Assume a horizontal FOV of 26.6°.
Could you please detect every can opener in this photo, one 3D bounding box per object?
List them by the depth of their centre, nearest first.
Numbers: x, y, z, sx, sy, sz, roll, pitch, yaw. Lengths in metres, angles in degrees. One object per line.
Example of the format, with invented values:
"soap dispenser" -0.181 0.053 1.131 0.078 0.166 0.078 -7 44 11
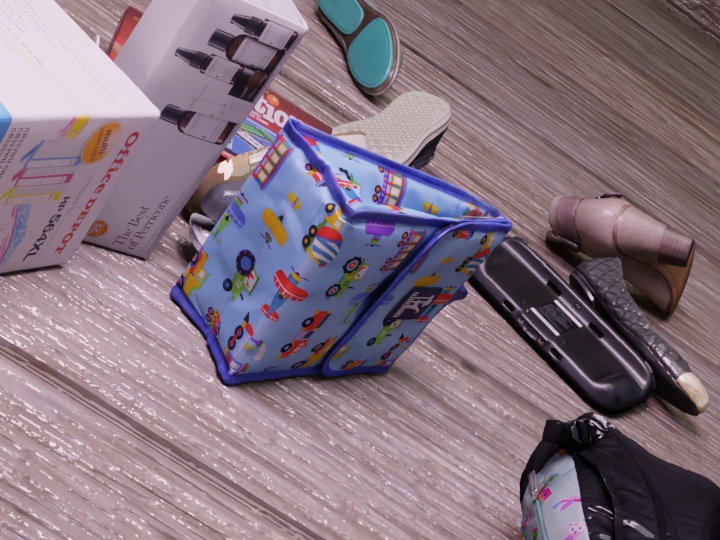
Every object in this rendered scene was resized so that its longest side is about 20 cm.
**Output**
"can opener" -0.035 -0.009 1.105 0.199 0.067 0.053 19 30 -36

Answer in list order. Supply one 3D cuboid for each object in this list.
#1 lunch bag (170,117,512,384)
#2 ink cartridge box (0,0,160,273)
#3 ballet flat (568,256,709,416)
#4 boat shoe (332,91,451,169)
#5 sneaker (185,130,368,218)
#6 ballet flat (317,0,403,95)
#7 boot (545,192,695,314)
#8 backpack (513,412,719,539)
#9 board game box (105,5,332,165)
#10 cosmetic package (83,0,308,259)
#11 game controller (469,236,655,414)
"lunch bag" 0.000 0.000 1.032 0.200 0.151 0.094 10 35 -46
"ink cartridge box" -0.227 -0.083 0.892 0.125 0.129 0.200 45 25 18
"ballet flat" 0.262 0.054 1.404 0.200 0.057 0.067 56 -13 39
"boat shoe" 0.017 -0.101 1.357 0.074 0.062 0.200 28 35 19
"sneaker" -0.042 -0.048 1.165 0.200 0.067 0.090 -18 77 -50
"ballet flat" 0.013 -0.244 1.612 0.064 0.067 0.200 28 24 -41
"boot" 0.260 -0.023 1.538 0.146 0.070 0.200 18 -18 15
"backpack" 0.173 0.198 0.945 0.166 0.127 0.200 21 27 -8
"board game box" -0.116 -0.128 1.233 0.200 0.019 0.103 29 42 -18
"cosmetic package" -0.125 -0.102 0.981 0.082 0.200 0.051 18 30 -37
"game controller" 0.174 0.047 1.350 0.104 0.042 0.200 -20 59 -46
